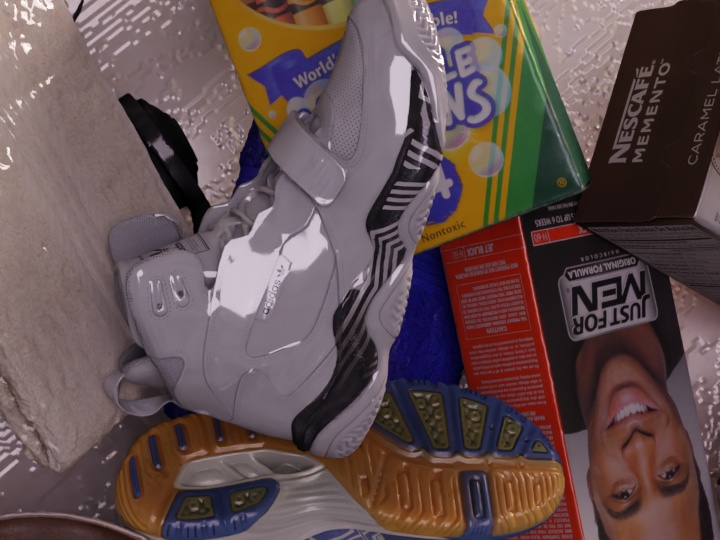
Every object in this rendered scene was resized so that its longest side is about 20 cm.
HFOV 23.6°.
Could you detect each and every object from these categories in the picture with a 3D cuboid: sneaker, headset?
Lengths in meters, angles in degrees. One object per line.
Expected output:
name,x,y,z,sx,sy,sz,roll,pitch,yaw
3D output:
sneaker,-0.009,0.103,0.781,0.198,0.088,0.076,-1,55,-2
headset,-0.133,-0.045,0.803,0.123,0.094,0.202,-10,97,-12
sneaker,-0.037,-0.023,0.691,0.114,0.075,0.201,7,106,-18

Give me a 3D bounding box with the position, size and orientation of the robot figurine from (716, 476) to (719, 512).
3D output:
robot figurine,0.243,0.146,0.826,0.149,0.125,0.202,-10,88,-24

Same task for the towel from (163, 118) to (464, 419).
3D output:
towel,0.000,0.000,0.830,0.147,0.049,0.201,21,81,-24

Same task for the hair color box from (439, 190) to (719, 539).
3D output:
hair color box,0.108,0.063,0.829,0.101,0.061,0.202,-12,91,-40

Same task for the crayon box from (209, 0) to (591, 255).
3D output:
crayon box,0.007,-0.108,0.755,0.125,0.052,0.201,-21,92,14

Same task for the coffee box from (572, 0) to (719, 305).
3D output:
coffee box,0.210,-0.038,0.832,0.199,0.079,0.115,27,75,-34

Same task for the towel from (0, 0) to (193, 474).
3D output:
towel,-0.139,-0.030,0.711,0.133,0.034,0.201,-46,114,-48

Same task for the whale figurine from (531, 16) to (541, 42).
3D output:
whale figurine,0.013,-0.175,0.832,0.158,0.104,0.201,-22,81,-13

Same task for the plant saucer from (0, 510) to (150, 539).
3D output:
plant saucer,-0.139,0.203,0.737,0.199,0.034,0.202,0,88,-6
